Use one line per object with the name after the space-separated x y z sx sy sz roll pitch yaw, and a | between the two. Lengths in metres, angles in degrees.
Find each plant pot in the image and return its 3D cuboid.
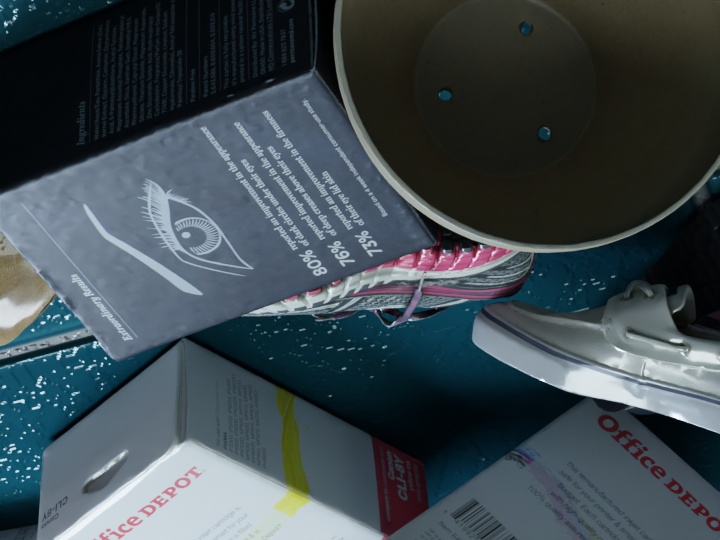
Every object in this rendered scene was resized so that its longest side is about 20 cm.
0.079 -0.102 1.269 0.199 0.202 0.134 2 174 -6 | plant pot

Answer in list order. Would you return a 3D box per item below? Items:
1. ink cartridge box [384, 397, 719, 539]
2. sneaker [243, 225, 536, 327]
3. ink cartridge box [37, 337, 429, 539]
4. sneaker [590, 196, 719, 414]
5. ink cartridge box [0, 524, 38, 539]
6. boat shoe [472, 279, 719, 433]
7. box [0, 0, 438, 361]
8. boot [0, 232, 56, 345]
0.115 0.203 1.554 0.199 0.147 0.145 -31 151 -31 | ink cartridge box
0.000 0.000 1.435 0.198 0.081 0.075 -6 142 1 | sneaker
-0.076 0.144 1.588 0.199 0.084 0.145 29 128 -32 | ink cartridge box
0.214 0.013 1.487 0.082 0.071 0.200 7 143 -38 | sneaker
-0.223 0.255 1.668 0.199 0.044 0.175 -10 104 8 | ink cartridge box
0.161 0.038 1.428 0.199 0.071 0.070 17 102 15 | boat shoe
-0.079 -0.060 1.343 0.199 0.105 0.148 -19 137 17 | box
-0.230 0.028 1.444 0.075 0.074 0.200 41 125 -9 | boot
